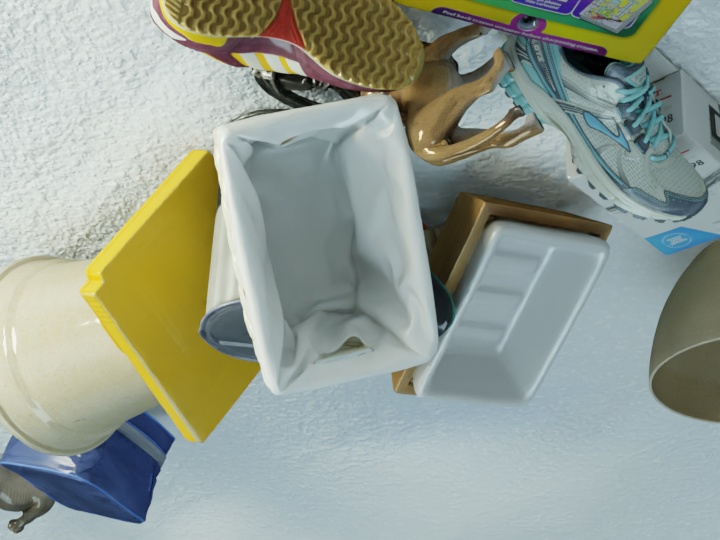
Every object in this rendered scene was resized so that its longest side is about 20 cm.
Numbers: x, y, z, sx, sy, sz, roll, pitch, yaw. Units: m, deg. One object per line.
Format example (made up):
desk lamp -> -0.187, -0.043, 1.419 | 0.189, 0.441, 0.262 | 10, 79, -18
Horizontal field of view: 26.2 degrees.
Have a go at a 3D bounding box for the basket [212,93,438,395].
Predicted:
basket -> -0.032, -0.025, 1.157 | 0.135, 0.201, 0.123 | -12, -169, -11

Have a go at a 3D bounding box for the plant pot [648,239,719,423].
plant pot -> 0.372, 0.046, 1.470 | 0.199, 0.135, 0.201 | 3, 151, 1

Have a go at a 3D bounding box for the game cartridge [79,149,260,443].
game cartridge -> -0.146, 0.023, 1.383 | 0.032, 0.176, 0.200 | 5, 137, 44

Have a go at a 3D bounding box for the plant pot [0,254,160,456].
plant pot -> -0.231, 0.063, 1.472 | 0.183, 0.201, 0.200 | -16, 146, 36

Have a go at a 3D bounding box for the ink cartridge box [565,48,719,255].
ink cartridge box -> 0.250, -0.095, 1.296 | 0.115, 0.067, 0.200 | -21, 143, 36

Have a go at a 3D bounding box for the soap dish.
soap dish -> 0.123, 0.025, 1.412 | 0.157, 0.081, 0.201 | 8, 117, -35

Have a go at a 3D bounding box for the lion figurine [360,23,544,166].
lion figurine -> 0.058, -0.123, 1.142 | 0.122, 0.200, 0.073 | -29, 111, 10

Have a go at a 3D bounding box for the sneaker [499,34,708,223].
sneaker -> 0.194, -0.120, 1.182 | 0.200, 0.078, 0.086 | 42, 133, 0

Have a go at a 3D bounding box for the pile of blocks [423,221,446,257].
pile of blocks -> 0.025, -0.021, 1.474 | 0.199, 0.082, 0.062 | -13, 105, 10

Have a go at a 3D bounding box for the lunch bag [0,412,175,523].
lunch bag -> -0.316, 0.197, 1.805 | 0.135, 0.133, 0.200 | 8, 156, 24

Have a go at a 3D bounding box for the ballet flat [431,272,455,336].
ballet flat -> 0.000, 0.000, 1.378 | 0.073, 0.200, 0.073 | -23, 134, -27

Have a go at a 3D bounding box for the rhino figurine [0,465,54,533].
rhino figurine -> -0.490, 0.283, 2.040 | 0.199, 0.060, 0.087 | 26, 124, -34

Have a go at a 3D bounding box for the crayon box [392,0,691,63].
crayon box -> 0.142, -0.234, 1.068 | 0.199, 0.059, 0.173 | 12, 149, -14

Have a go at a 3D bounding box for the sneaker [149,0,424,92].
sneaker -> -0.053, -0.176, 1.120 | 0.199, 0.075, 0.090 | 17, 175, -16

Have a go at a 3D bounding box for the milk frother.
milk frother -> -0.061, -0.054, 1.272 | 0.180, 0.189, 0.200 | -12, 148, 23
